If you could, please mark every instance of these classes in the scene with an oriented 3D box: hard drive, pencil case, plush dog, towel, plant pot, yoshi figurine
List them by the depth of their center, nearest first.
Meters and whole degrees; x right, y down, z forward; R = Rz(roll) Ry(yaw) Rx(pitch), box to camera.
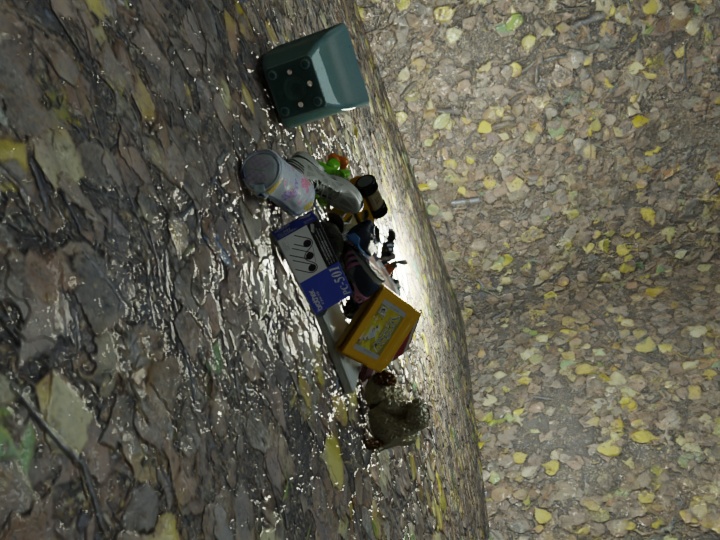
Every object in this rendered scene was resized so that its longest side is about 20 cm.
[{"bbox_3d":[-0.156,-0.167,1.268,0.200,0.083,0.091,25,50,-73],"label":"pencil case"},{"bbox_3d":[-0.048,0.162,1.486,0.132,0.026,0.200,-72,145,-65],"label":"hard drive"},{"bbox_3d":[-0.119,-0.434,1.492,0.200,0.195,0.197,-57,132,-61],"label":"plant pot"},{"bbox_3d":[0.061,0.333,1.572,0.200,0.160,0.172,106,-32,-58],"label":"plush dog"},{"bbox_3d":[-0.073,-0.214,1.609,0.200,0.112,0.113,-71,151,-61],"label":"yoshi figurine"},{"bbox_3d":[0.075,0.183,1.624,0.200,0.023,0.144,-26,142,-47],"label":"towel"}]

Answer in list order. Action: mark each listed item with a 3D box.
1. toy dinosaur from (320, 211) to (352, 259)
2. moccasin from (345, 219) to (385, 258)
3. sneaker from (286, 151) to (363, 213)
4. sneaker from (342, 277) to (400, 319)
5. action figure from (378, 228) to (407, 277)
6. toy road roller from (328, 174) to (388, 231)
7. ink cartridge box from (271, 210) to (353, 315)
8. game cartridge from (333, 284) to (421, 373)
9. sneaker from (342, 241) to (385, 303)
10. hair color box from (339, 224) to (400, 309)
[{"bbox_3d":[-0.076,-0.062,1.438,0.077,0.102,0.200,61,18,-44],"label":"toy dinosaur"},{"bbox_3d":[0.019,-0.072,1.450,0.080,0.068,0.200,44,2,0],"label":"moccasin"},{"bbox_3d":[-0.092,-0.176,1.449,0.200,0.076,0.115,36,34,-2],"label":"sneaker"},{"bbox_3d":[0.039,0.085,1.662,0.200,0.077,0.080,-25,116,-40],"label":"sneaker"},{"bbox_3d":[0.058,-0.018,1.845,0.193,0.104,0.201,23,-70,62],"label":"action figure"},{"bbox_3d":[-0.033,-0.167,1.749,0.200,0.146,0.123,-53,139,-24],"label":"toy road roller"},{"bbox_3d":[-0.095,-0.013,1.317,0.044,0.094,0.200,48,-15,54],"label":"ink cartridge box"},{"bbox_3d":[0.045,0.135,1.477,0.032,0.177,0.200,31,-2,39],"label":"game cartridge"},{"bbox_3d":[-0.017,0.001,1.436,0.070,0.082,0.200,37,7,-28],"label":"sneaker"},{"bbox_3d":[0.000,0.000,1.563,0.100,0.060,0.200,-32,90,-38],"label":"hair color box"}]
